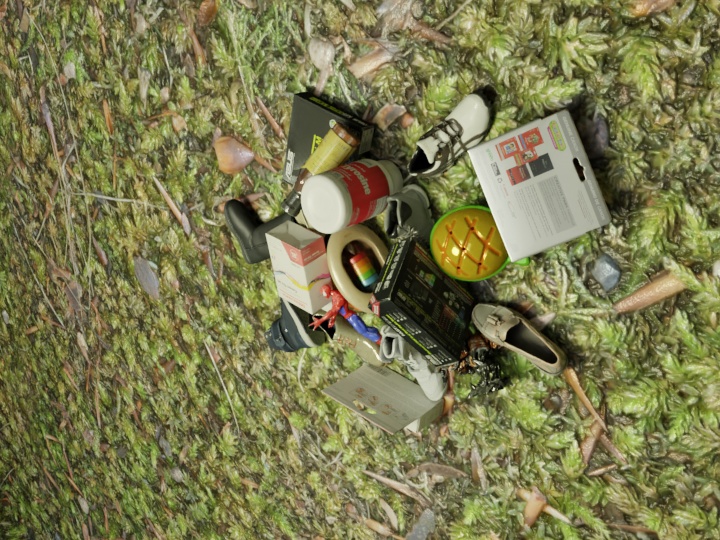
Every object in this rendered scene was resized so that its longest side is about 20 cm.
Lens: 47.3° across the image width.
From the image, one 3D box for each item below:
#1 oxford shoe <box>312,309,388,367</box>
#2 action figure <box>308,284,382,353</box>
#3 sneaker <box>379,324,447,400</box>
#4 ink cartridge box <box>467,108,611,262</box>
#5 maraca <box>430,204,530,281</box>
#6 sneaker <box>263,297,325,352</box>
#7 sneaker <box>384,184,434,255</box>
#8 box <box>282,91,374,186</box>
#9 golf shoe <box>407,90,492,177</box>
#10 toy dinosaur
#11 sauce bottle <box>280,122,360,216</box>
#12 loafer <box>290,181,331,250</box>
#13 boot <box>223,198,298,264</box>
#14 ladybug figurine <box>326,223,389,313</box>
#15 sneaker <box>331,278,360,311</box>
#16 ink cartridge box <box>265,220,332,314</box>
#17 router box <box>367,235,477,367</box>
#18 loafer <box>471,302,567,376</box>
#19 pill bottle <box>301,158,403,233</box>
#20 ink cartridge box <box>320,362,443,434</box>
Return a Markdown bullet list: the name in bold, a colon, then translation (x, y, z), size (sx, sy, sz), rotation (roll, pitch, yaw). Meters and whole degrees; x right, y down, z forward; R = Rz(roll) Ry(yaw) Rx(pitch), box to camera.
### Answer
- **oxford shoe**: translation (-0.023, 0.151, 1.795), size (0.199, 0.074, 0.071), rotation (37, 126, 25)
- **action figure**: translation (-0.031, 0.119, 1.704), size (0.099, 0.065, 0.200), rotation (-38, 105, 6)
- **sneaker**: translation (0.102, 0.183, 1.663), size (0.075, 0.114, 0.202), rotation (-13, 98, 45)
- **ink cartridge box**: translation (0.297, -0.141, 1.352), size (0.174, 0.084, 0.202), rotation (-21, 93, 20)
- **maraca**: translation (0.218, -0.052, 1.469), size (0.198, 0.107, 0.138), rotation (-11, 101, 26)
- **sneaker**: translation (-0.180, 0.096, 1.916), size (0.145, 0.077, 0.204), rotation (-17, 96, 43)
- **sneaker**: translation (0.101, -0.058, 1.563), size (0.075, 0.115, 0.201), rotation (-28, 87, 45)
- **box**: translation (-0.071, -0.240, 1.696), size (0.192, 0.047, 0.202), rotation (30, 126, 26)
- **golf shoe**: translation (0.156, -0.232, 1.457), size (0.078, 0.094, 0.200), rotation (51, 132, 16)
- **toy dinosaur**: translation (0.225, 0.167, 1.563), size (0.200, 0.101, 0.137), rotation (-30, 71, 49)
- **sauce bottle**: translation (-0.082, -0.193, 1.599), size (0.066, 0.066, 0.200), rotation (45, 103, 19)
- **loafer**: translation (-0.085, -0.102, 1.700), size (0.068, 0.076, 0.201), rotation (13, 136, 39)
- **boot**: translation (-0.213, -0.105, 1.870), size (0.199, 0.065, 0.166), rotation (-13, 106, 48)
- **ladybug figurine**: translation (0.000, 0.000, 1.680), size (0.201, 0.135, 0.072), rotation (64, 158, -3)
- **sneaker**: translation (-0.060, 0.025, 1.776), size (0.200, 0.077, 0.073), rotation (40, 131, 23)
- **ink cartridge box**: translation (-0.122, 0.010, 1.713), size (0.116, 0.067, 0.202), rotation (26, 137, 41)
- **router box**: translation (0.117, 0.059, 1.513), size (0.200, 0.151, 0.062), rotation (42, 141, -24)
- **loafer**: translation (0.286, 0.116, 1.487), size (0.199, 0.063, 0.072), rotation (34, 88, 22)
- **pill bottle**: translation (-0.010, -0.149, 1.569), size (0.112, 0.199, 0.113), rotation (18, 119, 36)
- **ink cartridge box**: translation (0.044, 0.275, 1.712), size (0.199, 0.176, 0.045), rotation (26, 124, 33)
